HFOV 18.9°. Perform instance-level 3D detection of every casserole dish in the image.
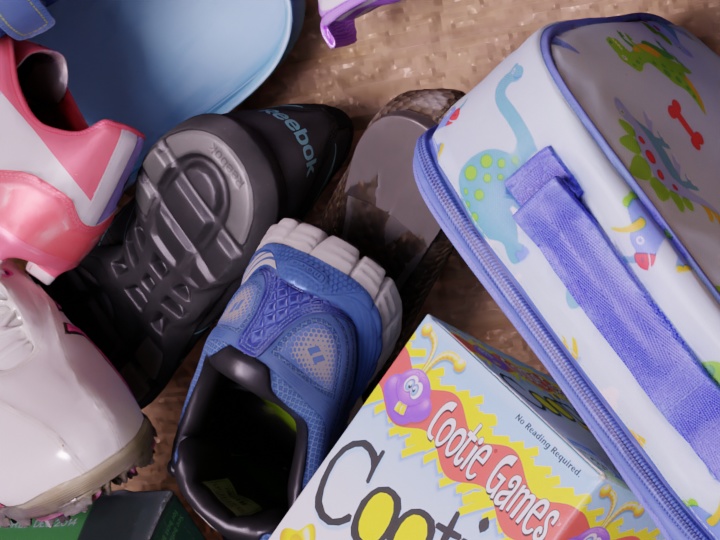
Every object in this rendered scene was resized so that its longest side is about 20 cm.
[{"bbox_3d":[-0.101,-0.100,0.896,0.200,0.039,0.122,-34,83,29],"label":"casserole dish"}]

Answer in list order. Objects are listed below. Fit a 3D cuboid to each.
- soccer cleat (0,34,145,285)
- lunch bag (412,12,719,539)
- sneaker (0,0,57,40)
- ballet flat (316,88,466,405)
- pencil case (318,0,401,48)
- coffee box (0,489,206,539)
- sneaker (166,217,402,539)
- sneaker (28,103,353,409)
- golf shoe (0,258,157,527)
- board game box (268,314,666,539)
[{"bbox_3d":[-0.158,-0.077,0.863,0.077,0.067,0.200,-51,56,11],"label":"soccer cleat"},{"bbox_3d":[0.114,0.007,0.732,0.082,0.161,0.200,-42,80,27],"label":"lunch bag"},{"bbox_3d":[-0.127,-0.123,0.805,0.199,0.083,0.074,-14,137,20],"label":"sneaker"},{"bbox_3d":[0.000,0.000,0.841,0.067,0.046,0.200,36,135,7],"label":"ballet flat"},{"bbox_3d":[-0.014,-0.192,0.807,0.085,0.084,0.201,-22,89,27],"label":"pencil case"},{"bbox_3d":[-0.089,0.167,0.874,0.122,0.044,0.201,-5,133,29],"label":"coffee box"},{"bbox_3d":[-0.039,0.073,0.824,0.078,0.089,0.201,27,142,20],"label":"sneaker"},{"bbox_3d":[-0.070,-0.004,0.881,0.076,0.079,0.200,55,137,3],"label":"sneaker"},{"bbox_3d":[-0.147,0.034,0.834,0.200,0.072,0.092,26,145,55],"label":"golf shoe"},{"bbox_3d":[0.025,0.136,0.770,0.201,0.105,0.103,-55,47,8],"label":"board game box"}]
